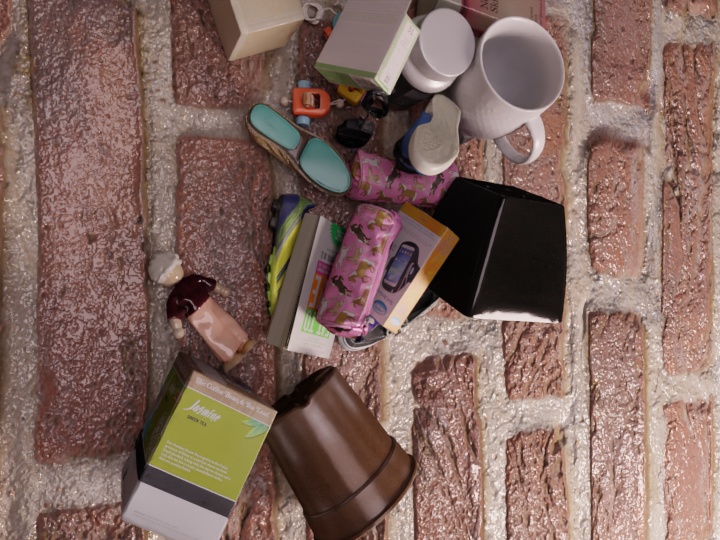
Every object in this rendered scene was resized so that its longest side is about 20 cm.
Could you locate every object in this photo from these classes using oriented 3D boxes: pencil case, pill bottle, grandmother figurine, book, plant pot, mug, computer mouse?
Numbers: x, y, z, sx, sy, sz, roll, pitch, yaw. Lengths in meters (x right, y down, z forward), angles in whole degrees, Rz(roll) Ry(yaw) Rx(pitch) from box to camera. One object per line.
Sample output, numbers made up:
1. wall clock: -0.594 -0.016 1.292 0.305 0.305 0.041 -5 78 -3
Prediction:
1. pencil case: 0.000 0.000 0.984 0.084 0.083 0.206 18 74 -1
2. pill bottle: 0.090 -0.330 1.025 0.110 0.199 0.118 0 90 -20
3. grandmother figurine: -0.245 0.056 0.972 0.202 0.060 0.122 52 33 -9
4. book: -0.068 0.028 1.024 0.133 0.047 0.207 23 81 -57
5. plant pot: -0.046 0.272 0.992 0.198 0.200 0.201 -37 96 -17
6. plant pot: 0.217 -0.041 1.045 0.194 0.200 0.183 4 108 -27
7. pencil case: 0.070 -0.151 1.081 0.194 0.083 0.090 4 70 -21
8. mug: 0.229 -0.266 1.036 0.145 0.175 0.204 -27 88 -18
9. computer mouse: 0.003 -0.237 0.995 0.057 0.200 0.035 11 78 -14

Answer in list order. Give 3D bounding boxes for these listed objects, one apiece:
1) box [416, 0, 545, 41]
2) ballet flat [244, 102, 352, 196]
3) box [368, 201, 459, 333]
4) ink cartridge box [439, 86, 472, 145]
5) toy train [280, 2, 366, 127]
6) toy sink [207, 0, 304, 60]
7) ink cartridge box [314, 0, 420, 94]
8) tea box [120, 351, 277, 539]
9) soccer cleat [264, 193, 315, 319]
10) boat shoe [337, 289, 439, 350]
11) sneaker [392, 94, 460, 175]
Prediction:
1. box: 0.201 -0.440 1.092 0.194 0.109 0.132 13 68 -15
2. ballet flat: -0.098 -0.189 1.023 0.199 0.065 0.071 40 78 -14
3. box: 0.057 0.002 1.027 0.041 0.119 0.203 29 96 -40
4. ink cartridge box: 0.191 -0.345 1.158 0.157 0.047 0.204 -27 86 -18
5. toy train: -0.048 -0.332 1.033 0.145 0.056 0.208 6 87 -7
6. toy sink: -0.170 -0.441 0.960 0.109 0.130 0.206 -21 97 -19
7. ink cartridge box: 0.028 -0.368 0.948 0.048 0.144 0.205 29 87 -46
8. tea box: -0.231 0.241 0.905 0.131 0.199 0.201 29 79 -18
9. soccer cleat: -0.108 -0.017 1.020 0.081 0.065 0.208 6 87 -12
10. boat shoe: 0.053 0.074 1.085 0.195 0.068 0.076 -23 98 -20
11. sneaker: 0.093 -0.175 0.982 0.075 0.112 0.203 28 40 -10
